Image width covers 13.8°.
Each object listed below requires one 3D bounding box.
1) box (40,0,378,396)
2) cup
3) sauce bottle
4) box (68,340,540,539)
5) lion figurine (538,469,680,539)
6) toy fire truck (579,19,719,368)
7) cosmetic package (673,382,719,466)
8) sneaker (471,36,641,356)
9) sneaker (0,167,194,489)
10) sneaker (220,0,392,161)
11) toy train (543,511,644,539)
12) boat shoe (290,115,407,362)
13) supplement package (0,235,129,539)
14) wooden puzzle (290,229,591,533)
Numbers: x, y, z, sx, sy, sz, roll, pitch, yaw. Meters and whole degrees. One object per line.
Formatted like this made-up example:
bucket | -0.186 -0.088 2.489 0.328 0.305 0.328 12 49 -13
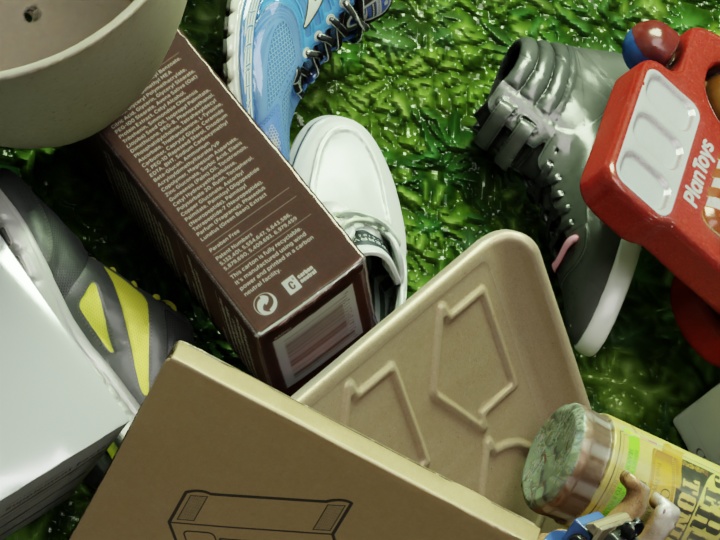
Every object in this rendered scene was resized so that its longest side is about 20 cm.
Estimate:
box | -0.077 -0.038 1.539 0.075 0.100 0.200 -36 69 -10
cup | -0.166 -0.140 1.458 0.199 0.143 0.201 -4 62 7
sauce bottle | 0.183 0.133 1.562 0.199 0.065 0.065 23 60 -17
box | -0.035 0.139 1.468 0.199 0.164 0.021 27 35 -4
lion figurine | 0.145 0.182 1.469 0.200 0.072 0.123 34 89 33
toy fire truck | 0.204 -0.057 1.646 0.168 0.112 0.200 41 41 -17
cosmetic package | 0.259 0.078 1.600 0.071 0.200 0.102 -21 76 -29
sneaker | 0.106 -0.046 1.675 0.099 0.071 0.201 16 57 -12
sneaker | -0.137 0.031 1.540 0.084 0.074 0.200 -30 90 -37
sneaker | -0.028 -0.143 1.636 0.089 0.079 0.201 10 73 0
toy train | 0.077 0.189 1.456 0.046 0.200 0.034 45 29 24
boat shoe | 0.000 0.000 1.606 0.073 0.067 0.201 5 65 -21
supplement package | -0.241 0.048 1.458 0.155 0.111 0.200 -31 82 -31
wooden puzzle | 0.032 0.101 1.546 0.200 0.046 0.186 -36 121 -28
